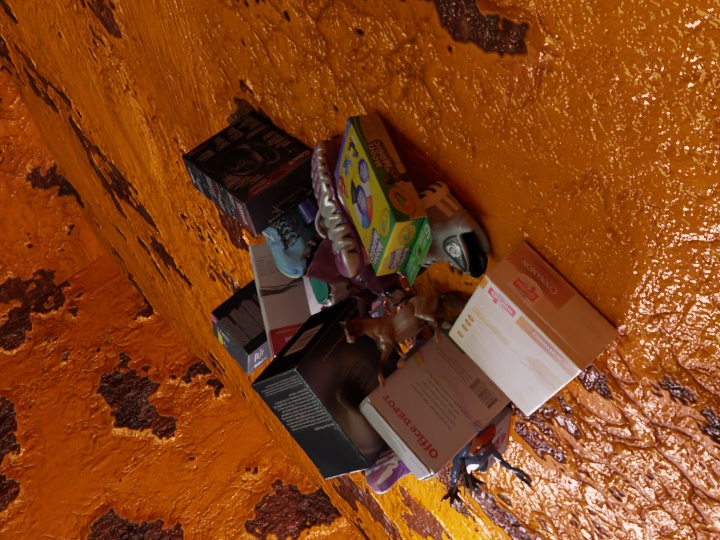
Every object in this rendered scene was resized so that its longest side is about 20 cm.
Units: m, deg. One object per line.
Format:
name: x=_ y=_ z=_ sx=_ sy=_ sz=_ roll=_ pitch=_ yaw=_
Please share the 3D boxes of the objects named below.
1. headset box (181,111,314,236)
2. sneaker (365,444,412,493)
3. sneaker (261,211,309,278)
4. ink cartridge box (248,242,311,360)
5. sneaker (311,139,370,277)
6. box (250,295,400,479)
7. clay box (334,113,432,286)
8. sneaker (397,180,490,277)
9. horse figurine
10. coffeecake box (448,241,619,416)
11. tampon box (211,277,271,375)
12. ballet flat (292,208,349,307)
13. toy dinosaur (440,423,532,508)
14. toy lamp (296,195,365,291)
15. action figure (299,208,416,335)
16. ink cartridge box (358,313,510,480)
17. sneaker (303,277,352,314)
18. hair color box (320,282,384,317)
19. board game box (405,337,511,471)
headset box: x=-0.166 y=-0.156 z=1.260 sx=0.200 sy=0.149 sz=0.077 roll=36 pitch=154 yaw=33
sneaker: x=0.086 y=0.289 z=1.230 sx=0.080 sy=0.200 sz=0.089 roll=-28 pitch=98 yaw=43
sneaker: x=-0.137 y=-0.068 z=1.295 sx=0.200 sy=0.078 sz=0.090 roll=53 pitch=-179 yaw=33
ink cartridge box: x=-0.138 y=0.059 z=1.405 sx=0.147 sy=0.082 sz=0.201 roll=115 pitch=142 yaw=-76
sneaker: x=-0.012 y=-0.095 z=1.131 sx=0.080 sy=0.088 sz=0.201 roll=127 pitch=126 yaw=-77
box: x=-0.030 y=0.183 z=1.247 sx=0.123 sy=0.200 sz=0.199 roll=-25 pitch=107 yaw=41
clay box: x=0.026 y=-0.086 z=0.993 sx=0.115 sy=0.047 sz=0.201 roll=108 pitch=147 yaw=-53
sneaker: x=0.108 y=-0.018 z=1.025 sx=0.115 sy=0.075 sz=0.200 roll=43 pitch=156 yaw=16
horse figurine: x=0.075 y=0.083 z=1.139 sx=0.050 sy=0.199 sz=0.133 roll=55 pitch=-172 yaw=-36
coffeecake box: x=0.206 y=0.079 z=0.977 sx=0.154 sy=0.073 sz=0.200 roll=47 pitch=159 yaw=14
tampon box: x=-0.203 y=0.098 z=1.673 sx=0.126 sy=0.200 sz=0.150 roll=47 pitch=158 yaw=12
ballet flat: x=-0.069 y=-0.031 z=1.354 sx=0.072 sy=0.071 sz=0.201 roll=130 pitch=126 yaw=-69
toy dinosaur: x=0.165 y=0.287 z=1.220 sx=0.200 sy=0.105 sz=0.182 roll=46 pitch=141 yaw=46
toy lamp: x=-0.035 y=-0.048 z=1.297 sx=0.200 sy=0.058 sz=0.058 roll=49 pitch=159 yaw=0
action figure: x=0.000 y=0.000 z=1.235 sx=0.200 sy=0.134 sz=0.149 roll=33 pitch=-159 yaw=-21
ink cartridge box: x=0.118 y=0.187 z=1.156 sx=0.145 sy=0.200 sz=0.088 roll=47 pitch=158 yaw=9
sneaker: x=-0.052 y=0.062 z=1.482 sx=0.115 sy=0.074 sz=0.201 roll=32 pitch=151 yaw=47
hair color box: x=-0.008 y=0.112 z=1.434 sx=0.061 sy=0.101 sz=0.200 roll=40 pitch=157 yaw=28
board game box: x=0.159 y=0.229 z=1.334 sx=0.200 sy=0.064 sz=0.148 roll=37 pitch=154 yaw=30
